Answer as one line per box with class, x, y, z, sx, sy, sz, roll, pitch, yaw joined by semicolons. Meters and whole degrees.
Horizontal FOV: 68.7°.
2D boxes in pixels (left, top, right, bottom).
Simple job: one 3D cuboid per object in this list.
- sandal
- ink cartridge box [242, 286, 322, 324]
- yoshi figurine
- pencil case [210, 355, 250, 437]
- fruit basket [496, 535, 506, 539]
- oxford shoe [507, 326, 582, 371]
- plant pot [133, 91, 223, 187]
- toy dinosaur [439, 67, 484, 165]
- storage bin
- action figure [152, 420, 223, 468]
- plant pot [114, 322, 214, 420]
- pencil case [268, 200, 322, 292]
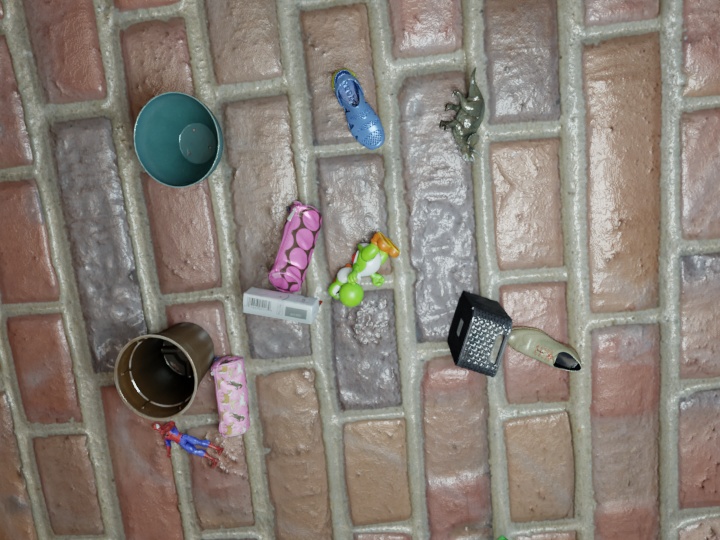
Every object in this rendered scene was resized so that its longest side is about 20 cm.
sandal;-0.008;-0.371;1.212;0.078;0.087;0.203;-32;98;7
ink cartridge box;-0.174;0.065;1.238;0.158;0.200;0.059;9;106;2
yoshi figurine;0.009;0.012;1.269;0.112;0.112;0.200;43;103;-11
pencil case;-0.333;0.324;1.357;0.084;0.083;0.206;-4;100;4
fruit basket;0.392;0.837;1.358;0.209;0.155;0.223;0;88;-5
oxford shoe;0.448;0.191;1.284;0.195;0.075;0.072;17;102;1
plant pot;-0.402;-0.298;1.225;0.194;0.135;0.206;1;100;4
toy dinosaur;0.245;-0.355;1.214;0.099;0.077;0.206;13;96;-11
storage bin;0.271;0.142;1.223;0.091;0.200;0.139;17;101;1
action figure;-0.468;0.462;1.385;0.196;0.099;0.066;28;100;1
plant pot;-0.457;0.228;1.289;0.194;0.198;0.207;1;100;4
pencil case;-0.155;-0.056;1.233;0.088;0.094;0.205;4;65;18
